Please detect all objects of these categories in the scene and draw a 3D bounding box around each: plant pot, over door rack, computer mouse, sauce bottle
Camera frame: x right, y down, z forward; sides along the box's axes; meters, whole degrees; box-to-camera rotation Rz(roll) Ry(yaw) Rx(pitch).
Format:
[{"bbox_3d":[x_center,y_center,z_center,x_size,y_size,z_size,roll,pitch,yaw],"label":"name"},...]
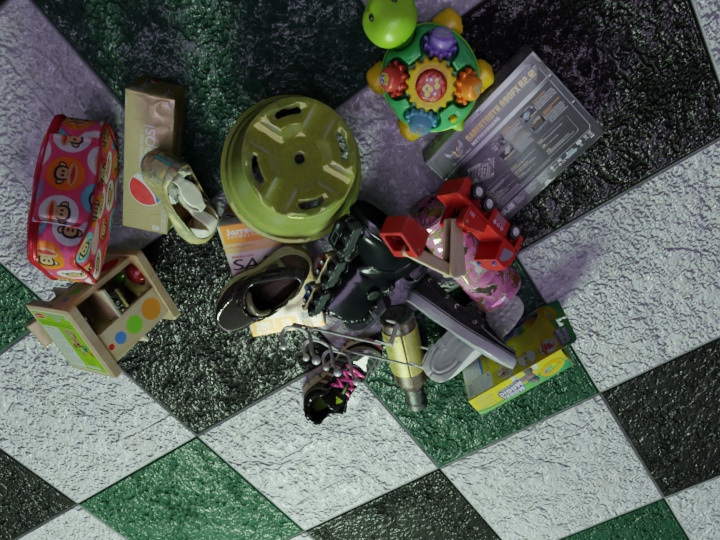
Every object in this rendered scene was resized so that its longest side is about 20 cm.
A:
[{"bbox_3d":[-0.079,-0.131,0.730,0.196,0.184,0.205,-1,95,-10],"label":"plant pot"},{"bbox_3d":[-0.009,0.130,0.907,0.197,0.068,0.148,-4,156,27],"label":"over door rack"},{"bbox_3d":[0.044,0.027,0.959,0.200,0.034,0.059,-43,87,18],"label":"computer mouse"},{"bbox_3d":[0.080,0.157,1.014,0.063,0.065,0.203,-9,120,6],"label":"sauce bottle"}]

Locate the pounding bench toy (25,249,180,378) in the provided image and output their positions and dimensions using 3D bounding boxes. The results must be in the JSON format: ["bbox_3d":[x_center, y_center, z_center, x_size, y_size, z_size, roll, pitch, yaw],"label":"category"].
[{"bbox_3d":[-0.408,0.054,0.915,0.197,0.156,0.126,2,128,36],"label":"pounding bench toy"}]

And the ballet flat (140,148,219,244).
[{"bbox_3d":[-0.234,-0.089,0.819,0.069,0.072,0.201,-9,150,6],"label":"ballet flat"}]

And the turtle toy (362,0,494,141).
[{"bbox_3d":[0.075,-0.258,0.740,0.145,0.101,0.201,-33,108,18],"label":"turtle toy"}]

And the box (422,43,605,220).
[{"bbox_3d":[0.209,-0.179,0.821,0.158,0.049,0.200,37,114,-19],"label":"box"}]

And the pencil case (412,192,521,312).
[{"bbox_3d":[0.163,-0.028,0.891,0.086,0.083,0.200,-38,114,8],"label":"pencil case"}]

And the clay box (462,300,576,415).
[{"bbox_3d":[0.263,0.142,0.974,0.198,0.116,0.048,-34,117,19],"label":"clay box"}]

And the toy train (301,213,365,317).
[{"bbox_3d":[-0.044,-0.003,0.804,0.034,0.046,0.201,-17,150,-35],"label":"toy train"}]

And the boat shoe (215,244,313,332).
[{"bbox_3d":[-0.149,0.037,0.850,0.073,0.065,0.199,38,122,-21],"label":"boat shoe"}]

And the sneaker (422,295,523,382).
[{"bbox_3d":[0.188,0.110,0.988,0.199,0.077,0.080,-39,158,6],"label":"sneaker"}]

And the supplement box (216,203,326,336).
[{"bbox_3d":[-0.130,-0.005,0.911,0.123,0.074,0.203,-9,120,5],"label":"supplement box"}]

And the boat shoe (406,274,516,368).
[{"bbox_3d":[0.164,0.077,0.921,0.199,0.069,0.057,34,87,17],"label":"boat shoe"}]

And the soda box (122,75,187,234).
[{"bbox_3d":[-0.289,-0.158,0.826,0.066,0.064,0.203,11,121,-7],"label":"soda box"}]

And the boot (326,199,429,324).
[{"bbox_3d":[0.000,0.000,0.855,0.168,0.077,0.199,-44,149,14],"label":"boot"}]

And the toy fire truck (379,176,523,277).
[{"bbox_3d":[0.129,-0.043,0.790,0.199,0.048,0.143,40,69,-29],"label":"toy fire truck"}]

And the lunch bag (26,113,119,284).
[{"bbox_3d":[-0.373,-0.087,0.789,0.080,0.204,0.176,7,165,-11],"label":"lunch bag"}]

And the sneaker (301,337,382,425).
[{"bbox_3d":[-0.033,0.200,1.026,0.073,0.088,0.200,39,114,-21],"label":"sneaker"}]
